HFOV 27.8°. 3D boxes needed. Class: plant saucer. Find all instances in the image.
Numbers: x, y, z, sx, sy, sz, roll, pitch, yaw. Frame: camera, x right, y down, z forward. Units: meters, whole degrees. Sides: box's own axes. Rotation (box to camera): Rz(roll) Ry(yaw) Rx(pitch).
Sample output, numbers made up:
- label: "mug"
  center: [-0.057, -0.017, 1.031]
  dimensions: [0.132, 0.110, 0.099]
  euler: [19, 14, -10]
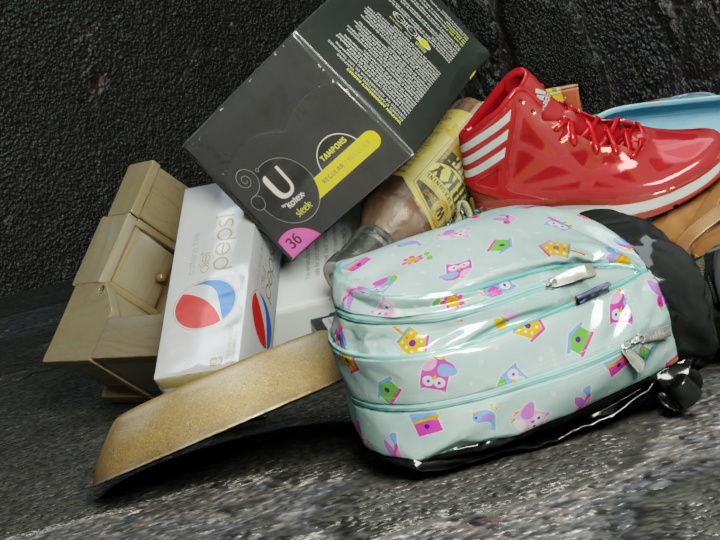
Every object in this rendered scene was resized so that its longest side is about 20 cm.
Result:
- label: "plant saucer"
  center: [-0.081, 0.080, 0.913]
  dimensions: [0.199, 0.036, 0.200]
  euler: [-23, -4, -2]

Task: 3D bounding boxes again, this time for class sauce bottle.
- label: "sauce bottle"
  center: [0.043, -0.053, 1.133]
  dimensions: [0.065, 0.065, 0.200]
  euler: [-5, 37, 50]

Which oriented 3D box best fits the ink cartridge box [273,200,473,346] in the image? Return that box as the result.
- label: "ink cartridge box"
  center: [0.000, 0.000, 1.203]
  dimensions: [0.199, 0.083, 0.146]
  euler: [-14, 40, 8]

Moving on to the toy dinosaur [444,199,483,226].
- label: "toy dinosaur"
  center: [0.055, 0.005, 1.040]
  dimensions: [0.047, 0.088, 0.200]
  euler: [23, 50, 14]

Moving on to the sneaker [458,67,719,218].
- label: "sneaker"
  center: [0.166, -0.098, 1.078]
  dimensions: [0.199, 0.116, 0.078]
  euler: [-15, 29, 14]

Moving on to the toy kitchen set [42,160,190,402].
- label: "toy kitchen set"
  center: [-0.132, 0.025, 1.264]
  dimensions: [0.180, 0.201, 0.163]
  euler: [-6, -33, 47]

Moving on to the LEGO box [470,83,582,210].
- label: "LEGO box"
  center: [0.123, -0.085, 1.371]
  dimensions: [0.199, 0.150, 0.077]
  euler: [-14, 6, -34]

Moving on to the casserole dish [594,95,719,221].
- label: "casserole dish"
  center: [0.263, -0.078, 1.178]
  dimensions: [0.199, 0.122, 0.039]
  euler: [-6, 5, -1]

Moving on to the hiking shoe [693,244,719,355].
- label: "hiking shoe"
  center: [0.199, 0.033, 0.929]
  dimensions: [0.100, 0.076, 0.200]
  euler: [-21, -3, -5]

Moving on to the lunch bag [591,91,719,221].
- label: "lunch bag"
  center: [0.242, -0.059, 1.246]
  dimensions: [0.199, 0.162, 0.082]
  euler: [-13, 14, 0]

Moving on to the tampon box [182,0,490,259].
- label: "tampon box"
  center: [-0.014, -0.134, 1.139]
  dimensions: [0.150, 0.126, 0.200]
  euler: [-40, 8, 37]

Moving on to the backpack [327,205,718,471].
- label: "backpack"
  center: [0.079, 0.034, 0.830]
  dimensions: [0.199, 0.127, 0.167]
  euler: [-18, 10, -18]

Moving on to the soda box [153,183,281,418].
- label: "soda box"
  center: [-0.104, 0.021, 1.109]
  dimensions: [0.068, 0.064, 0.201]
  euler: [-10, 46, 13]

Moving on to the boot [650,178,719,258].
- label: "boot"
  center: [0.325, -0.050, 1.068]
  dimensions: [0.199, 0.074, 0.155]
  euler: [-28, 34, -25]
